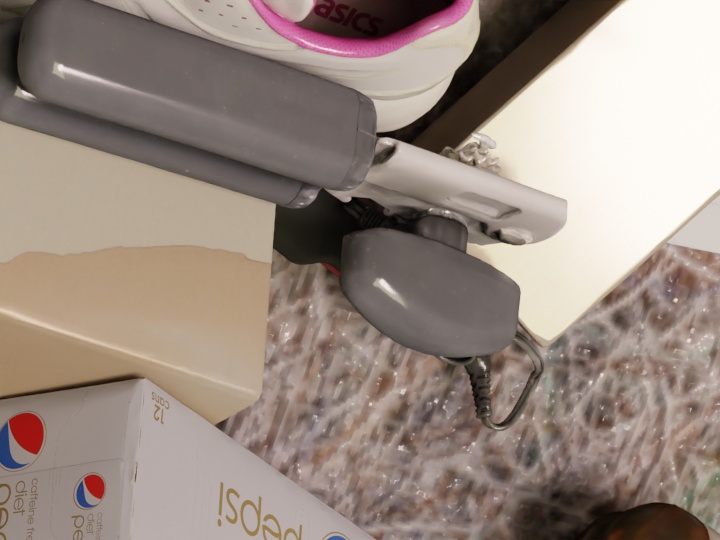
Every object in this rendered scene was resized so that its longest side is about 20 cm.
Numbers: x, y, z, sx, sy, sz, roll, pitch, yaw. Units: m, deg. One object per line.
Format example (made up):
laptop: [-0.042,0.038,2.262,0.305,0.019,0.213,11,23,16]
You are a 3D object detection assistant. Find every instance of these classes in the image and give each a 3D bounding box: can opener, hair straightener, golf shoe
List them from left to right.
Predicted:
golf shoe: [-0.053,-0.103,0.676,0.198,0.091,0.076,15,80,-12]
can opener: [-0.020,-0.029,0.674,0.199,0.052,0.067,21,67,-30]
hair straightener: [0.000,0.000,0.768,0.041,0.077,0.200,-50,122,-8]

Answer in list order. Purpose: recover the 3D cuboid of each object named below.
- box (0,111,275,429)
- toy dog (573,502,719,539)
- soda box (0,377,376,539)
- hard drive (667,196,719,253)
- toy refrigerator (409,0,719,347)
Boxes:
box: [-0.132,-0.010,0.674,0.199,0.095,0.078,20,59,-30]
toy dog: [0.105,0.187,0.830,0.139,0.193,0.202,39,43,-49]
soda box: [-0.049,0.104,0.735,0.200,0.068,0.064,41,45,-53]
hard drive: [0.164,-0.104,0.848,0.131,0.026,0.202,10,103,-30]
toy refrigerator: [0.109,-0.072,0.782,0.200,0.070,0.076,-42,103,1]
